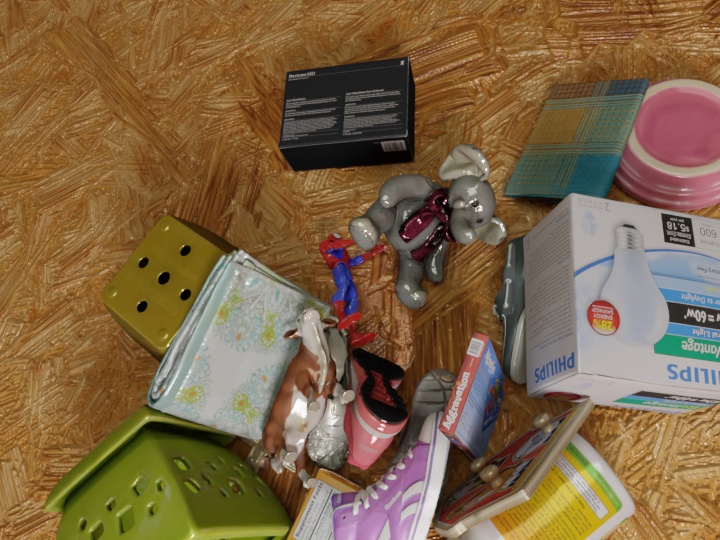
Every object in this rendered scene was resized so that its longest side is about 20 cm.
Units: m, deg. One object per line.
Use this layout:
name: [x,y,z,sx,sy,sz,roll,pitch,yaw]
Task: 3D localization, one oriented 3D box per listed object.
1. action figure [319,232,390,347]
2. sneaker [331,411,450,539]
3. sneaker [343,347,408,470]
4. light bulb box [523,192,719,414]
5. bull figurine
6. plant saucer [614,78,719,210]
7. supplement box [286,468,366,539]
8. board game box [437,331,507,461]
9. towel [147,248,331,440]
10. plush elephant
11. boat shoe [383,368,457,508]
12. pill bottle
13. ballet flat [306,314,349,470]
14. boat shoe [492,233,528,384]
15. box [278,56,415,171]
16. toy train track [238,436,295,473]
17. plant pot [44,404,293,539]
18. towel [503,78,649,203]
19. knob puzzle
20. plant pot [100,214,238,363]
action figure: [0.000,0.000,0.828,0.098,0.066,0.201,-28,40,5]
sneaker: [0.028,0.240,0.667,0.113,0.073,0.203,18,83,13]
sneaker: [0.005,0.160,0.732,0.073,0.200,0.088,24,103,-4]
light bulb box: [0.299,0.043,0.693,0.195,0.125,0.203,8,68,-8]
bull figurine: [-0.064,0.147,0.715,0.121,0.064,0.203,49,125,61]
plant saucer: [0.431,-0.181,0.827,0.197,0.051,0.203,-5,67,11]
supplement box: [-0.056,0.342,0.723,0.068,0.067,0.202,22,74,23]
board game box: [0.130,0.149,0.681,0.019,0.200,0.104,17,72,25]
towel: [-0.137,0.095,0.738,0.048,0.170,0.202,23,82,50]
plush elephant: [0.108,-0.068,0.798,0.153,0.165,0.201,-10,38,37]
boat shoe: [0.079,0.218,0.739,0.074,0.073,0.202,21,88,13]
pill bottle: [0.184,0.275,0.666,0.199,0.111,0.111,-37,64,-3]
ballet flat: [-0.040,0.149,0.788,0.071,0.072,0.203,-9,67,10]
boat shoe: [0.205,0.045,0.790,0.061,0.073,0.203,-1,67,42]
box: [-0.017,-0.239,0.946,0.197,0.079,0.143,-2,71,13]
toy train track: [-0.110,0.189,0.817,0.114,0.033,0.202,23,74,21]
plant pot: [-0.228,0.281,0.711,0.199,0.199,0.182,-40,58,7]
towel: [0.298,-0.179,0.848,0.145,0.022,0.202,13,69,44]
knob puzzle: [0.143,0.215,0.664,0.219,0.220,0.031,-39,80,-4]
plant pot: [-0.214,0.044,0.815,0.199,0.177,0.201,31,77,27]
